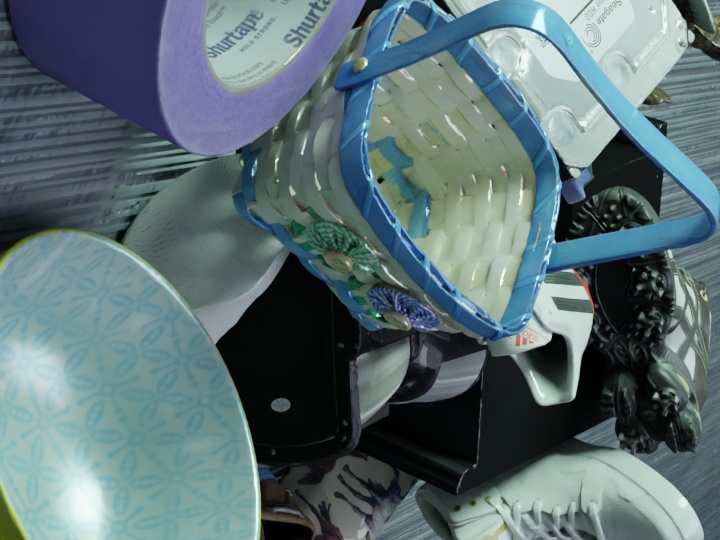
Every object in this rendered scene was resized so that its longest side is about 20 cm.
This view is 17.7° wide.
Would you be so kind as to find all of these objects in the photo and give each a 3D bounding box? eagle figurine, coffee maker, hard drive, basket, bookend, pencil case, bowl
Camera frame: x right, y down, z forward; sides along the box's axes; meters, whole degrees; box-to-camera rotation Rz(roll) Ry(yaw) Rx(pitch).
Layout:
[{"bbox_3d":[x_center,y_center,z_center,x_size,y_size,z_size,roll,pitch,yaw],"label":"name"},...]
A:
[{"bbox_3d":[0.225,-0.186,1.645,0.199,0.150,0.153,-27,132,-40],"label":"eagle figurine"},{"bbox_3d":[0.000,0.000,1.311,0.200,0.134,0.193,-21,134,-62],"label":"coffee maker"},{"bbox_3d":[0.085,-0.162,1.249,0.038,0.201,0.140,-19,-158,53],"label":"hard drive"},{"bbox_3d":[0.054,-0.049,1.123,0.176,0.199,0.140,42,44,-34],"label":"basket"},{"bbox_3d":[0.096,0.011,1.472,0.199,0.092,0.200,-22,122,-44],"label":"bookend"},{"bbox_3d":[-0.003,0.144,1.550,0.201,0.089,0.078,-55,-179,-19],"label":"pencil case"},{"bbox_3d":[-0.147,0.092,1.076,0.107,0.202,0.200,-22,180,30],"label":"bowl"}]

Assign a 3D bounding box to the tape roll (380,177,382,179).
[{"bbox_3d":[0.066,-0.049,1.534,0.201,0.048,0.201,-49,155,-32],"label":"tape roll"}]

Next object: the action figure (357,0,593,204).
[{"bbox_3d":[0.069,-0.127,1.327,0.193,0.201,0.104,-31,-175,-42],"label":"action figure"}]

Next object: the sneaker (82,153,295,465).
[{"bbox_3d":[-0.100,0.026,1.208,0.200,0.075,0.089,-50,164,-6],"label":"sneaker"}]

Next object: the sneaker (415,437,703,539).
[{"bbox_3d":[0.121,0.165,1.492,0.115,0.199,0.074,-36,121,-24],"label":"sneaker"}]

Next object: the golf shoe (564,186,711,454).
[{"bbox_3d":[0.177,0.019,1.454,0.095,0.077,0.201,-60,145,-45],"label":"golf shoe"}]

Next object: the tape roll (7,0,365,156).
[{"bbox_3d":[-0.063,-0.159,1.026,0.200,0.085,0.201,-50,158,-29],"label":"tape roll"}]

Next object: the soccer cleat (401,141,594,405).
[{"bbox_3d":[0.078,-0.001,1.278,0.200,0.068,0.086,52,33,-46],"label":"soccer cleat"}]

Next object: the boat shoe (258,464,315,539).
[{"bbox_3d":[-0.092,0.169,1.391,0.200,0.072,0.073,-29,143,-56],"label":"boat shoe"}]
